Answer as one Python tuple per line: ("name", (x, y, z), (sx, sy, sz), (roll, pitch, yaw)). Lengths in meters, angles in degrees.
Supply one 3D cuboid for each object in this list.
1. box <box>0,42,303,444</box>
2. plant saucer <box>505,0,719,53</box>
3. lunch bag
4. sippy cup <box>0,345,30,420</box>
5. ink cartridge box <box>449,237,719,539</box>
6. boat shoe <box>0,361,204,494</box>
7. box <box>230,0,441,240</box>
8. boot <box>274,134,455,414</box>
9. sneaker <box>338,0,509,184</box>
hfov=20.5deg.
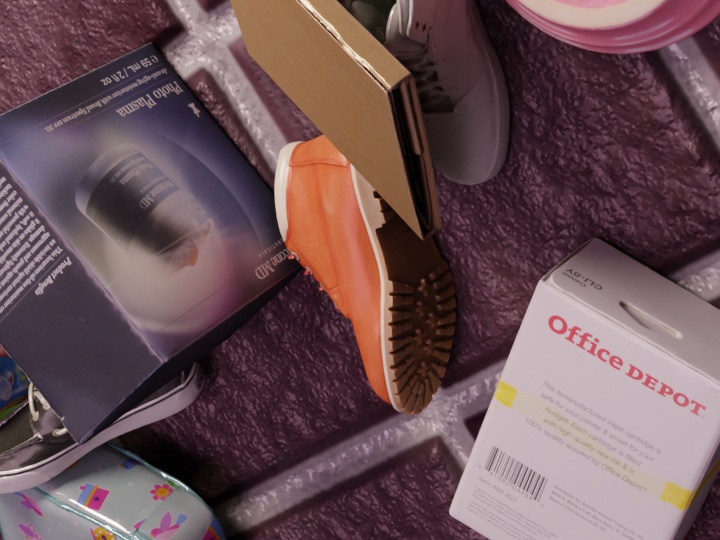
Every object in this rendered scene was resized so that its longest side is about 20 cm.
("box", (-0.167, -0.024, 1.366), (0.199, 0.200, 0.123), (51, 128, 1))
("plant saucer", (0.139, -0.221, 1.167), (0.200, 0.051, 0.201), (15, 119, 28))
("lunch bag", (-0.194, 0.214, 1.557), (0.199, 0.077, 0.161), (25, 140, 23))
("sippy cup", (-0.293, 0.055, 1.529), (0.139, 0.130, 0.179), (-12, 105, 37))
("ink cartridge box", (0.162, 0.103, 1.283), (0.145, 0.083, 0.201), (31, 125, 17))
("boat shoe", (-0.218, 0.099, 1.490), (0.199, 0.071, 0.064), (-27, 132, 4))
("box", (-0.024, -0.127, 1.225), (0.200, 0.021, 0.164), (48, 167, 29))
("boot", (0.000, 0.000, 1.354), (0.107, 0.075, 0.201), (-3, 101, 37))
("sneaker", (0.031, -0.134, 1.238), (0.073, 0.116, 0.201), (-2, 112, 32))
